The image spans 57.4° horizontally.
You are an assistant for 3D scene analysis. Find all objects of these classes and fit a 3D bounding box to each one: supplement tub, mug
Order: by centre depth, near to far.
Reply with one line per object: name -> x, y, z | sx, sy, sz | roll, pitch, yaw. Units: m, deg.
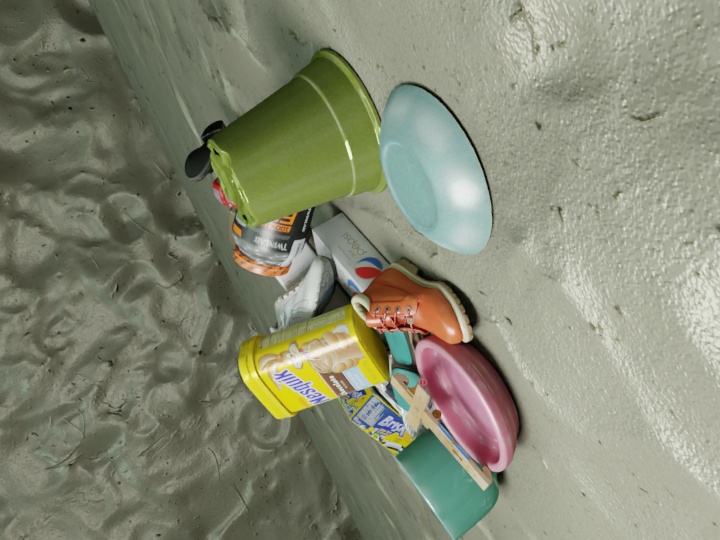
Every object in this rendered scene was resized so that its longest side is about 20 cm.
mug -> 0.136, 0.311, 1.030 | 0.153, 0.114, 0.185 | 57, 173, -24
supplement tub -> -0.132, -0.102, 1.035 | 0.122, 0.120, 0.204 | 41, 121, 47

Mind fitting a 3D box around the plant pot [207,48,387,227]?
plant pot -> -0.092, -0.154, 0.857 | 0.201, 0.188, 0.202 | 53, 161, 27

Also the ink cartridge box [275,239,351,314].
ink cartridge box -> -0.071, 0.046, 1.189 | 0.201, 0.084, 0.146 | 52, 180, -8

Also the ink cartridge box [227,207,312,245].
ink cartridge box -> -0.196, -0.074, 1.395 | 0.164, 0.076, 0.200 | 37, 162, -2

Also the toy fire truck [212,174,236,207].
toy fire truck -> -0.239, -0.205, 1.294 | 0.139, 0.201, 0.049 | 12, 138, 30

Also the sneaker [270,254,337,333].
sneaker -> -0.099, 0.056, 1.070 | 0.086, 0.074, 0.203 | 31, 122, 12

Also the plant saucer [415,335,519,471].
plant saucer -> 0.150, 0.173, 0.901 | 0.202, 0.050, 0.202 | 54, 163, 25

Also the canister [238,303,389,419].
canister -> -0.068, 0.141, 1.024 | 0.150, 0.196, 0.088 | 57, -160, -37

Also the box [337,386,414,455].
box -> 0.051, 0.277, 1.200 | 0.200, 0.064, 0.070 | 45, -178, -31

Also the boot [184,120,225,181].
boot -> -0.282, -0.204, 1.400 | 0.202, 0.068, 0.176 | -77, -33, -45

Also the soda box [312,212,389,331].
soda box -> 0.000, 0.000, 1.047 | 0.200, 0.063, 0.069 | 49, 160, 36

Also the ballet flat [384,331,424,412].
ballet flat -> 0.081, 0.132, 1.011 | 0.067, 0.067, 0.203 | 16, 134, 29

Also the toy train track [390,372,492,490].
toy train track -> 0.119, 0.220, 0.936 | 0.200, 0.032, 0.116 | 47, 152, 24

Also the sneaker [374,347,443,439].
sneaker -> 0.078, 0.207, 1.140 | 0.199, 0.080, 0.130 | 44, -176, -9

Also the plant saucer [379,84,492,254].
plant saucer -> 0.068, -0.101, 0.728 | 0.202, 0.038, 0.203 | 54, 161, 27

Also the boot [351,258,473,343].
boot -> 0.065, 0.059, 0.877 | 0.199, 0.106, 0.076 | 32, 146, 56
